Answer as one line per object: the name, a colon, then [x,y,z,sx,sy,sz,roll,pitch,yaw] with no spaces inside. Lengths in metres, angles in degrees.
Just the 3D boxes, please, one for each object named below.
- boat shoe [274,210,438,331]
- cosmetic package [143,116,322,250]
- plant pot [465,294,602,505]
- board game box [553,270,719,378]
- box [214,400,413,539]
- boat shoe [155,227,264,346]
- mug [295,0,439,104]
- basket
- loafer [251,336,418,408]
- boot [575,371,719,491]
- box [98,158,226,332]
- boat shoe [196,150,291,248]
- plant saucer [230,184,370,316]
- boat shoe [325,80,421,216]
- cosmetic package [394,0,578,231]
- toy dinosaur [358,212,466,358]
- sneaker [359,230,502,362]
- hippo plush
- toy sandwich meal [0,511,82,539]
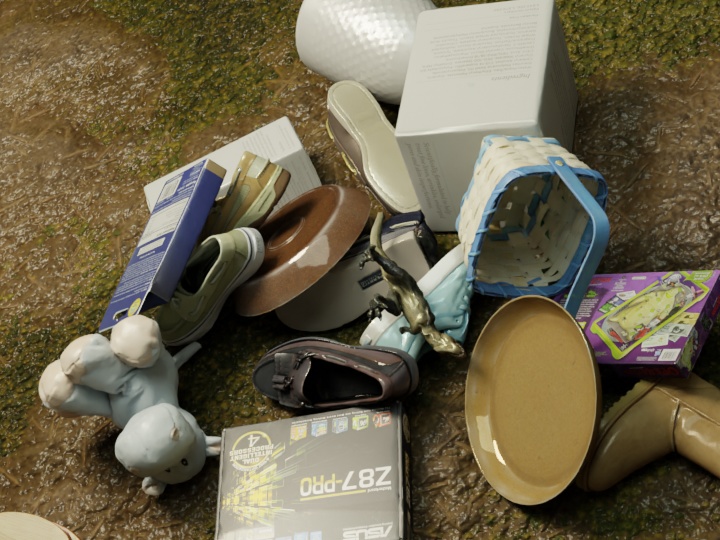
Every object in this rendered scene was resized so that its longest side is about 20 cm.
boat shoe: [0.000,0.000,1.666,0.198,0.075,0.093,-21,20,16]
cosmetic package: [-0.153,-0.097,1.780,0.199,0.074,0.102,-27,31,0]
plant pot: [0.171,0.125,1.438,0.027,0.201,0.201,5,37,-32]
board game box: [0.264,0.054,1.488,0.199,0.032,0.121,-2,51,49]
box: [-0.047,0.224,1.502,0.198,0.049,0.162,-9,52,13]
boat shoe: [-0.182,0.015,1.650,0.200,0.062,0.072,-47,54,36]
mug: [0.049,-0.289,1.840,0.175,0.149,0.199,31,37,33]
basket: [0.183,-0.037,1.502,0.138,0.177,0.201,3,40,-20]
loafer: [-0.038,0.111,1.554,0.198,0.073,0.063,-3,13,31]
boot: [0.325,0.178,1.386,0.199,0.066,0.175,30,68,35]
box: [-0.219,-0.020,1.636,0.121,0.032,0.201,-18,45,59]
boat shoe: [-0.160,-0.058,1.698,0.200,0.076,0.072,-52,13,26]
plant saucer: [-0.076,-0.031,1.675,0.199,0.035,0.201,-34,24,17]
boat shoe: [0.017,-0.134,1.761,0.071,0.060,0.201,-21,62,-23]
cosmetic package: [0.148,-0.175,1.677,0.163,0.166,0.201,-3,50,19]
toy dinosaur: [0.036,0.016,1.531,0.047,0.088,0.201,-41,61,25]
sneaker: [0.095,0.042,1.595,0.200,0.074,0.082,-41,74,-16]
hippo plush: [-0.242,0.160,1.578,0.158,0.200,0.162,-26,71,5]
toy sandwich meal: [-0.355,0.344,1.507,0.203,0.071,0.207,-11,49,13]
